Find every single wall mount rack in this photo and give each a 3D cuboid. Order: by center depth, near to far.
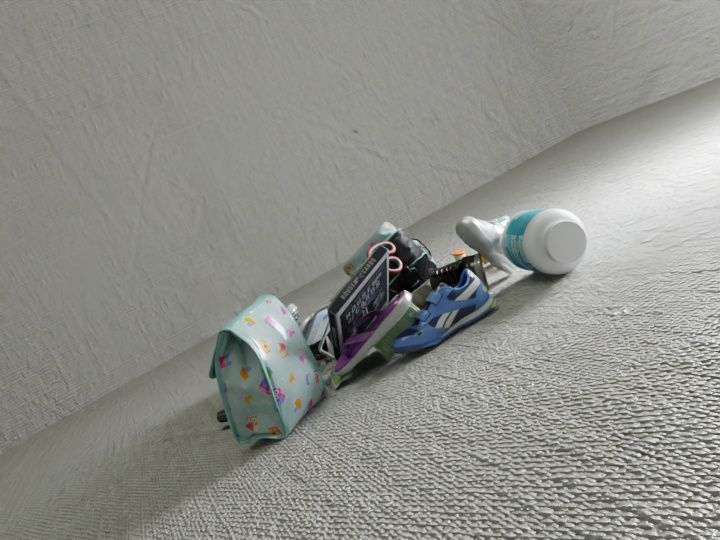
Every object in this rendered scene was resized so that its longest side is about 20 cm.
[{"bbox_3d":[-0.047,0.093,1.485,0.176,0.074,0.200,-68,-13,11],"label":"wall mount rack"}]

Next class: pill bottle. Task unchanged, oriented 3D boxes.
[{"bbox_3d":[0.323,-0.051,1.387,0.110,0.112,0.200,-27,5,-4],"label":"pill bottle"}]

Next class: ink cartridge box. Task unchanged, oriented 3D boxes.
[{"bbox_3d":[0.028,0.137,1.446,0.201,0.048,0.146,-52,7,-2],"label":"ink cartridge box"}]

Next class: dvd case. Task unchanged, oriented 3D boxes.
[{"bbox_3d":[0.000,0.063,1.394,0.151,0.025,0.201,-51,-19,-22],"label":"dvd case"}]

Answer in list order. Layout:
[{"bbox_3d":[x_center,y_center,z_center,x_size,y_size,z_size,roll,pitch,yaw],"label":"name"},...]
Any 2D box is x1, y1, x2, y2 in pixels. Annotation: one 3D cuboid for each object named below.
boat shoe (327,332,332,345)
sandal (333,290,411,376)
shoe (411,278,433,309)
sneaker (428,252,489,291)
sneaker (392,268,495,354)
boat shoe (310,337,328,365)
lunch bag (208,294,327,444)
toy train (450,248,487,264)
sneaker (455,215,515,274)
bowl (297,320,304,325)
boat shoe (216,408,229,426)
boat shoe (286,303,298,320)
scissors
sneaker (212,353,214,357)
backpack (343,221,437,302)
[{"bbox_3d":[-0.021,0.121,1.652,0.073,0.075,0.200,-27,8,-15],"label":"boat shoe"},{"bbox_3d":[0.011,0.098,1.361,0.203,0.050,0.083,-47,7,23],"label":"sandal"},{"bbox_3d":[0.098,0.070,1.645,0.198,0.054,0.070,-29,6,-13],"label":"shoe"},{"bbox_3d":[0.187,0.017,1.537,0.105,0.076,0.200,-15,-4,3],"label":"sneaker"},{"bbox_3d":[0.130,0.072,1.349,0.198,0.083,0.074,-31,8,-15],"label":"sneaker"},{"bbox_3d":[-0.160,0.142,1.665,0.197,0.064,0.073,12,24,14],"label":"boat shoe"},{"bbox_3d":[-0.159,0.155,1.311,0.120,0.203,0.170,-15,11,26],"label":"lunch bag"},{"bbox_3d":[0.266,-0.035,1.701,0.197,0.056,0.150,-21,3,3],"label":"toy train"},{"bbox_3d":[0.250,-0.071,1.506,0.075,0.199,0.089,31,88,40],"label":"sneaker"},{"bbox_3d":[-0.196,0.193,1.816,0.198,0.075,0.199,-21,9,45],"label":"bowl"},{"bbox_3d":[-0.197,0.235,1.514,0.198,0.062,0.075,-26,9,21],"label":"boat shoe"},{"bbox_3d":[-0.149,0.164,1.442,0.201,0.092,0.075,-55,-3,11],"label":"boat shoe"},{"bbox_3d":[0.000,0.000,1.557,0.198,0.074,0.014,-24,-17,-31],"label":"scissors"},{"bbox_3d":[-0.214,0.141,1.546,0.199,0.089,0.079,-39,28,25],"label":"sneaker"},{"bbox_3d":[0.070,0.001,1.716,0.176,0.153,0.200,-48,-28,7],"label":"backpack"}]
